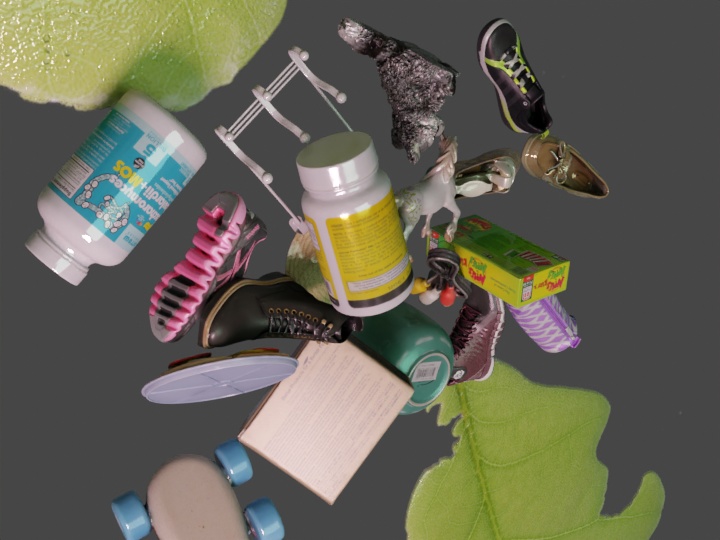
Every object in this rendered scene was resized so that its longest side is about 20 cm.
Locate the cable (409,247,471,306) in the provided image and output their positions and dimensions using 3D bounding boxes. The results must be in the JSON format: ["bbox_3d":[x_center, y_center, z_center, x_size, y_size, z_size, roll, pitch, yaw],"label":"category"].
[{"bbox_3d":[0.121,0.019,1.232,0.096,0.200,0.051,19,79,-1],"label":"cable"}]

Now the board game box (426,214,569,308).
[{"bbox_3d":[0.198,-0.018,1.268,0.100,0.199,0.048,-16,122,-32],"label":"board game box"}]

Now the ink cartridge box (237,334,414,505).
[{"bbox_3d":[-0.047,0.190,1.193,0.164,0.075,0.201,36,95,-5],"label":"ink cartridge box"}]

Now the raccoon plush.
[{"bbox_3d":[0.034,-0.234,1.132,0.198,0.097,0.135,24,112,-15],"label":"raccoon plush"}]

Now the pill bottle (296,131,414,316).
[{"bbox_3d":[-0.007,-0.056,1.049,0.113,0.114,0.203,-30,123,-24],"label":"pill bottle"}]

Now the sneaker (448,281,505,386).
[{"bbox_3d":[0.168,0.108,1.397,0.114,0.075,0.203,-16,122,-29],"label":"sneaker"}]

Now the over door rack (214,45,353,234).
[{"bbox_3d":[-0.069,-0.154,1.072,0.148,0.066,0.200,-47,133,-9],"label":"over door rack"}]

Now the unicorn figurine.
[{"bbox_3d":[0.092,-0.099,1.177,0.200,0.073,0.139,-43,141,-48],"label":"unicorn figurine"}]

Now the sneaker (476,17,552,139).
[{"bbox_3d":[0.236,-0.277,1.249,0.072,0.082,0.201,-45,132,-12],"label":"sneaker"}]

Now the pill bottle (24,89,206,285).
[{"bbox_3d":[-0.264,-0.084,0.916,0.201,0.110,0.111,-52,134,-6],"label":"pill bottle"}]

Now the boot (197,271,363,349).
[{"bbox_3d":[-0.094,0.063,1.063,0.199,0.137,0.079,-32,140,-56],"label":"boot"}]

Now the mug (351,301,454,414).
[{"bbox_3d":[0.056,0.149,1.295,0.185,0.114,0.153,-44,132,-13],"label":"mug"}]

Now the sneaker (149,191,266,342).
[{"bbox_3d":[-0.182,0.006,1.064,0.202,0.079,0.095,-57,145,1],"label":"sneaker"}]

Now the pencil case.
[{"bbox_3d":[0.311,0.071,1.487,0.084,0.085,0.200,-51,133,-4],"label":"pencil case"}]

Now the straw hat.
[{"bbox_3d":[0.000,0.000,1.193,0.199,0.085,0.204,-19,123,-31],"label":"straw hat"}]

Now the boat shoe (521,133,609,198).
[{"bbox_3d":[0.336,-0.168,1.401,0.198,0.062,0.074,16,102,-43],"label":"boat shoe"}]

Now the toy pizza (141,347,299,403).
[{"bbox_3d":[-0.175,0.127,1.077,0.198,0.199,0.032,1,69,-39],"label":"toy pizza"}]

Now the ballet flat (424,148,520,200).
[{"bbox_3d":[0.185,-0.136,1.290,0.198,0.067,0.069,-18,122,-32],"label":"ballet flat"}]

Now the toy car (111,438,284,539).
[{"bbox_3d":[-0.222,0.363,1.177,0.182,0.178,0.201,-23,153,-25],"label":"toy car"}]
